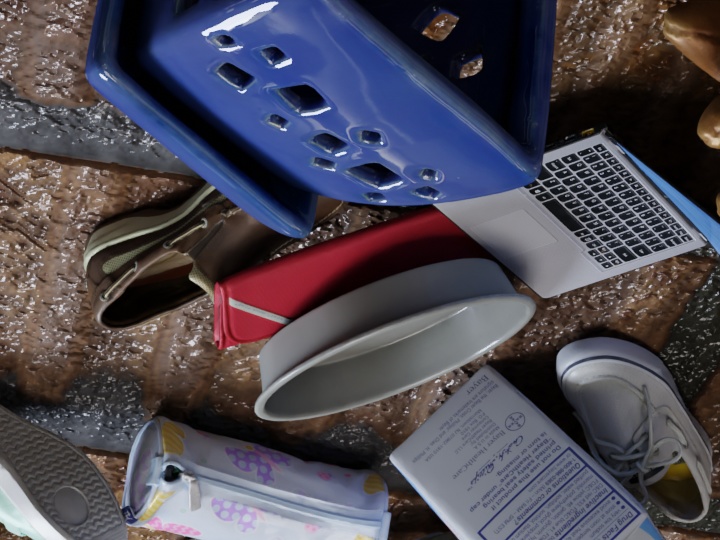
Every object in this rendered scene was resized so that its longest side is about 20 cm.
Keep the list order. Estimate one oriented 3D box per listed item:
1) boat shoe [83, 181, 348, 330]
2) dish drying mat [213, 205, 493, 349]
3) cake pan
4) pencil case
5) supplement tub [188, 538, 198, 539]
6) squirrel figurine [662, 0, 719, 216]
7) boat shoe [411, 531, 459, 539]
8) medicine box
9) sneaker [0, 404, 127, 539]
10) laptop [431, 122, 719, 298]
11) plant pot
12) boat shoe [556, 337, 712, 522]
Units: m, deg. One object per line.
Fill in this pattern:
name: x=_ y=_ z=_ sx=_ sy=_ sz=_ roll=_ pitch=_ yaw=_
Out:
boat shoe: x=-0.090 y=-0.012 z=1.470 sx=0.202 sy=0.075 sz=0.075 roll=-24 pitch=137 yaw=27
dish drying mat: x=0.000 y=0.000 z=1.475 sx=0.200 sy=0.018 sz=0.077 roll=-17 pitch=144 yaw=-16
cake pan: x=0.018 y=0.045 z=1.514 sx=0.200 sy=0.037 sz=0.200 roll=-20 pitch=165 yaw=-6
pencil case: x=-0.078 y=0.168 z=1.695 sx=0.200 sy=0.083 sz=0.091 roll=17 pitch=155 yaw=-23
supplement tub: x=-0.077 y=0.311 z=1.831 sx=0.200 sy=0.145 sz=0.144 roll=28 pitch=134 yaw=-33
squirrel figurine: x=0.290 y=-0.087 z=1.278 sx=0.200 sy=0.187 sz=0.142 roll=-14 pitch=108 yaw=-4
boat shoe: x=0.059 y=0.240 z=1.773 sx=0.200 sy=0.072 sz=0.062 roll=-16 pitch=151 yaw=-10
medicine box: x=0.144 y=0.196 z=1.631 sx=0.103 sy=0.200 sz=0.182 roll=-42 pitch=135 yaw=-4
sneaker: x=-0.268 y=0.164 z=1.658 sx=0.200 sy=0.074 sz=0.118 roll=39 pitch=130 yaw=-4
laptop: x=0.174 y=0.000 z=1.434 sx=0.200 sy=0.116 sz=0.187 roll=-19 pitch=150 yaw=22
plant pot: x=-0.024 y=-0.145 z=1.199 sx=0.180 sy=0.200 sz=0.200 roll=-20 pitch=139 yaw=33
boat shoe: x=0.203 y=0.129 z=1.650 sx=0.074 sy=0.086 sz=0.202 roll=-18 pitch=139 yaw=20
